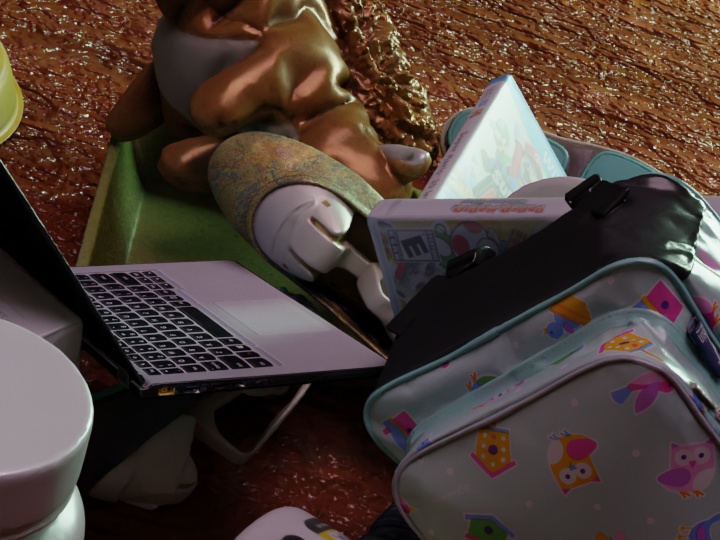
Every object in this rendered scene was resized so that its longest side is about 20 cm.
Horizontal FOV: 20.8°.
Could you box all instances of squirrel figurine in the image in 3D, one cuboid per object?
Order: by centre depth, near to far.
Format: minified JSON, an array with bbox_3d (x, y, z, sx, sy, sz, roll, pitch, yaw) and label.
[{"bbox_3d":[-0.022,-0.094,1.138,0.199,0.142,0.187,-20,55,-44],"label":"squirrel figurine"}]

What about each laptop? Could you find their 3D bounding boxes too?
[{"bbox_3d":[-0.108,-0.024,0.916,0.199,0.117,0.187,-3,17,-28],"label":"laptop"}]

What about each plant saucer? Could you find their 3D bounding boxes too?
[{"bbox_3d":[-0.063,-0.005,1.149,0.199,0.048,0.200,15,31,-8],"label":"plant saucer"}]

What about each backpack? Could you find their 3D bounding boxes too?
[{"bbox_3d":[0.119,0.085,0.850,0.200,0.175,0.154,47,30,-21],"label":"backpack"}]

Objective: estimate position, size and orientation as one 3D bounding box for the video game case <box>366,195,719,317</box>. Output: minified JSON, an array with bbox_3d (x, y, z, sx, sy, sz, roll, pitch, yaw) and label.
[{"bbox_3d":[0.108,0.055,0.950,0.181,0.201,0.023,1,32,29],"label":"video game case"}]

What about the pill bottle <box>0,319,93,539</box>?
[{"bbox_3d":[-0.169,0.122,0.745,0.112,0.201,0.113,14,32,-9],"label":"pill bottle"}]

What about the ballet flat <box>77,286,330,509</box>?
[{"bbox_3d":[-0.088,0.075,0.982,0.200,0.073,0.073,-29,55,-35],"label":"ballet flat"}]

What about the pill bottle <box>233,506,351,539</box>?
[{"bbox_3d":[0.020,0.196,0.824,0.199,0.113,0.112,31,33,17],"label":"pill bottle"}]

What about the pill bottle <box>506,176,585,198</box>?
[{"bbox_3d":[0.157,0.020,1.134,0.200,0.111,0.111,19,21,-52],"label":"pill bottle"}]

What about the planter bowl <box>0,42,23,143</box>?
[{"bbox_3d":[-0.299,-0.154,1.209,0.199,0.084,0.201,14,32,-9],"label":"planter bowl"}]

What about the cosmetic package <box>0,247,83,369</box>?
[{"bbox_3d":[-0.262,0.047,0.855,0.200,0.123,0.199,-30,56,-36],"label":"cosmetic package"}]

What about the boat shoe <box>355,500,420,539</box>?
[{"bbox_3d":[0.086,0.174,0.946,0.200,0.071,0.091,28,36,22],"label":"boat shoe"}]

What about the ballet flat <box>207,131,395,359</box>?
[{"bbox_3d":[0.000,0.000,1.027,0.200,0.071,0.071,40,32,-2],"label":"ballet flat"}]

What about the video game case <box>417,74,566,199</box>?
[{"bbox_3d":[0.089,-0.011,1.167,0.144,0.018,0.200,58,34,-19],"label":"video game case"}]

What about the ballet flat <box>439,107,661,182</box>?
[{"bbox_3d":[0.146,-0.054,1.324,0.199,0.062,0.068,29,76,19],"label":"ballet flat"}]
